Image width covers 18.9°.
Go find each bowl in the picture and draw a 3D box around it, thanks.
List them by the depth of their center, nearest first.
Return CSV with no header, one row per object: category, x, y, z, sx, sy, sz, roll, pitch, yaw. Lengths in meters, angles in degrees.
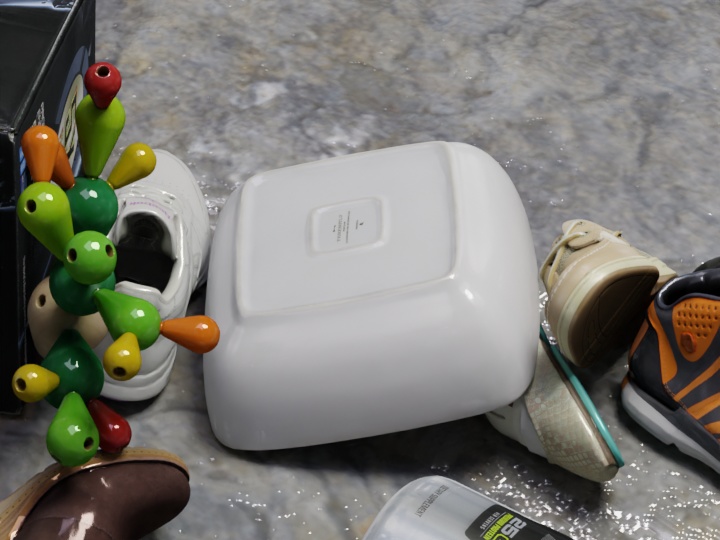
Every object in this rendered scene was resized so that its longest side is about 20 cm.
bowl,0.000,0.000,1.243,0.198,0.075,0.201,-9,40,8

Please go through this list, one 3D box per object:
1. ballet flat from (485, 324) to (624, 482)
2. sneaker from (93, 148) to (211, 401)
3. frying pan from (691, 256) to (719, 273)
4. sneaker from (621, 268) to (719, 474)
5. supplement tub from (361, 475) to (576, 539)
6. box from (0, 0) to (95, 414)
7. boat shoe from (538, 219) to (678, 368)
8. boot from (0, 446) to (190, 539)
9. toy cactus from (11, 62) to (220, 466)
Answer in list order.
ballet flat,0.091,0.062,1.252,0.062,0.068,0.200,-28,40,2
sneaker,-0.119,-0.017,1.268,0.074,0.100,0.201,11,39,-8
frying pan,0.285,0.023,1.340,0.189,0.031,0.115,-13,43,-28
sneaker,0.237,0.070,1.205,0.199,0.113,0.077,30,36,25
supplement tub,0.091,0.191,1.032,0.199,0.123,0.123,24,42,20
box,-0.209,-0.050,1.215,0.085,0.201,0.164,9,38,4
boat shoe,0.132,0.007,1.243,0.065,0.072,0.200,39,13,13
boot,-0.140,0.184,1.066,0.199,0.073,0.167,-19,58,-31
toy cactus,-0.139,0.008,1.128,0.101,0.165,0.202,-4,73,-16
